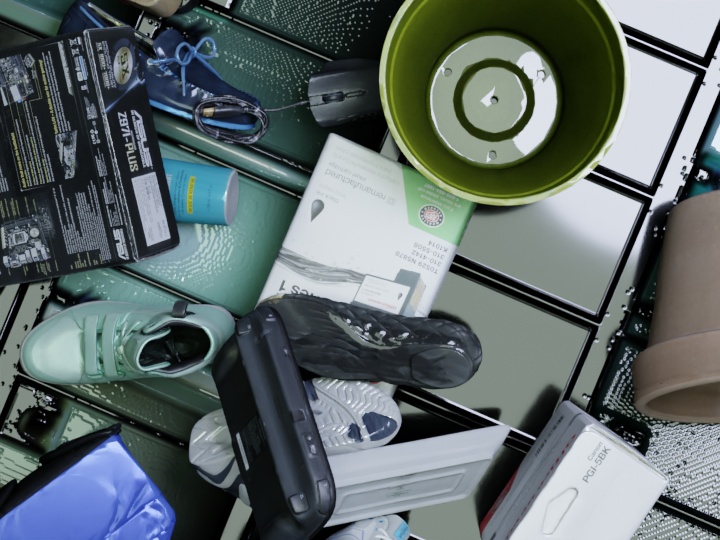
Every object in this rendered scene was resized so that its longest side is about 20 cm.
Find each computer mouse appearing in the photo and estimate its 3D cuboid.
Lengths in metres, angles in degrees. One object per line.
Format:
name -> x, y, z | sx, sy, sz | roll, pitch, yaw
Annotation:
computer mouse -> -0.052, -0.148, 1.415 | 0.199, 0.034, 0.059 | -15, 99, -21

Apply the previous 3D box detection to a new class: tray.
tray -> 0.031, 0.183, 1.382 | 0.199, 0.108, 0.022 | -7, 54, -25

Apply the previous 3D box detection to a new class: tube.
tube -> -0.211, -0.077, 1.455 | 0.198, 0.050, 0.078 | 6, 92, 8

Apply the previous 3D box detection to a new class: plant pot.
plant pot -> 0.118, -0.154, 1.365 | 0.199, 0.193, 0.202 | 0, 91, 2
plant pot -> 0.329, 0.027, 1.376 | 0.199, 0.200, 0.176 | -2, 74, 2

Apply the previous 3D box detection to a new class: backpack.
backpack -> -0.248, 0.241, 1.378 | 0.162, 0.200, 0.169 | -31, 94, -20

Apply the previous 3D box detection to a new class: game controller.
game controller -> -0.073, 0.131, 1.323 | 0.042, 0.104, 0.201 | -1, 56, -28

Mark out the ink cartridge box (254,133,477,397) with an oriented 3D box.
ink cartridge box -> 0.000, 0.000, 1.425 | 0.145, 0.084, 0.201 | 23, 92, 2

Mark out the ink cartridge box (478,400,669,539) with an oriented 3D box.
ink cartridge box -> 0.176, 0.200, 1.364 | 0.083, 0.200, 0.147 | 34, 92, 1

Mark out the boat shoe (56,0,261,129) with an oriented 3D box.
boat shoe -> -0.179, -0.185, 1.430 | 0.199, 0.084, 0.069 | 21, 103, -1

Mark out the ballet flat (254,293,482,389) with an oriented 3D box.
ballet flat -> 0.005, 0.060, 1.368 | 0.199, 0.057, 0.067 | 13, 110, 8

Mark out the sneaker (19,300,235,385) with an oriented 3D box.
sneaker -> -0.215, 0.063, 1.418 | 0.199, 0.118, 0.074 | -8, 92, 3

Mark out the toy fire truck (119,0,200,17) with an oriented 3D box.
toy fire truck -> -0.225, -0.342, 1.421 | 0.199, 0.129, 0.177 | 23, 92, 13

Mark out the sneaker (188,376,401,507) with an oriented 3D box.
sneaker -> -0.039, 0.168, 1.413 | 0.198, 0.130, 0.080 | -18, 46, 18

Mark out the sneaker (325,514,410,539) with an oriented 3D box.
sneaker -> 0.008, 0.245, 1.376 | 0.087, 0.200, 0.075 | -38, 98, -7

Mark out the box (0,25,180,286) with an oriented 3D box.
box -> -0.264, -0.097, 1.398 | 0.163, 0.086, 0.201 | -10, 97, 21
